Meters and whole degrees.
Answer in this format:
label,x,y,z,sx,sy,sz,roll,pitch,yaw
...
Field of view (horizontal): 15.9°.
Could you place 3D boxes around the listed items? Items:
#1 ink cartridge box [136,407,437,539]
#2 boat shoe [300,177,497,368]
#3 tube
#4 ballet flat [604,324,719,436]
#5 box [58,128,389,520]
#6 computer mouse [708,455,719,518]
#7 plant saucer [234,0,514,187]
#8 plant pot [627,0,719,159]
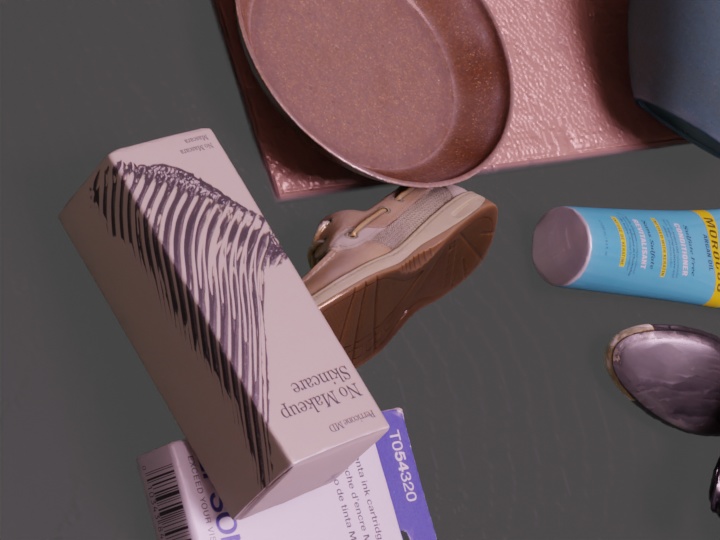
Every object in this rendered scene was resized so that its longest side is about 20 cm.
label,x,y,z,sx,sy,sz,roll,pitch,yaw
ink cartridge box,-0.014,0.178,1.428,0.200,0.043,0.197,-9,79,-40
boat shoe,0.000,0.000,1.499,0.065,0.072,0.200,32,43,24
tube,0.195,-0.010,1.678,0.200,0.050,0.078,3,78,-45
ballet flat,0.235,0.075,1.682,0.200,0.057,0.067,15,98,-32
box,-0.075,0.027,1.385,0.082,0.068,0.200,-19,71,-44
computer mouse,0.291,0.150,1.672,0.200,0.053,0.139,48,61,-31
plant saucer,0.002,-0.132,1.551,0.200,0.037,0.201,18,56,-28
plant pot,0.255,-0.147,1.701,0.200,0.200,0.135,32,90,-27
